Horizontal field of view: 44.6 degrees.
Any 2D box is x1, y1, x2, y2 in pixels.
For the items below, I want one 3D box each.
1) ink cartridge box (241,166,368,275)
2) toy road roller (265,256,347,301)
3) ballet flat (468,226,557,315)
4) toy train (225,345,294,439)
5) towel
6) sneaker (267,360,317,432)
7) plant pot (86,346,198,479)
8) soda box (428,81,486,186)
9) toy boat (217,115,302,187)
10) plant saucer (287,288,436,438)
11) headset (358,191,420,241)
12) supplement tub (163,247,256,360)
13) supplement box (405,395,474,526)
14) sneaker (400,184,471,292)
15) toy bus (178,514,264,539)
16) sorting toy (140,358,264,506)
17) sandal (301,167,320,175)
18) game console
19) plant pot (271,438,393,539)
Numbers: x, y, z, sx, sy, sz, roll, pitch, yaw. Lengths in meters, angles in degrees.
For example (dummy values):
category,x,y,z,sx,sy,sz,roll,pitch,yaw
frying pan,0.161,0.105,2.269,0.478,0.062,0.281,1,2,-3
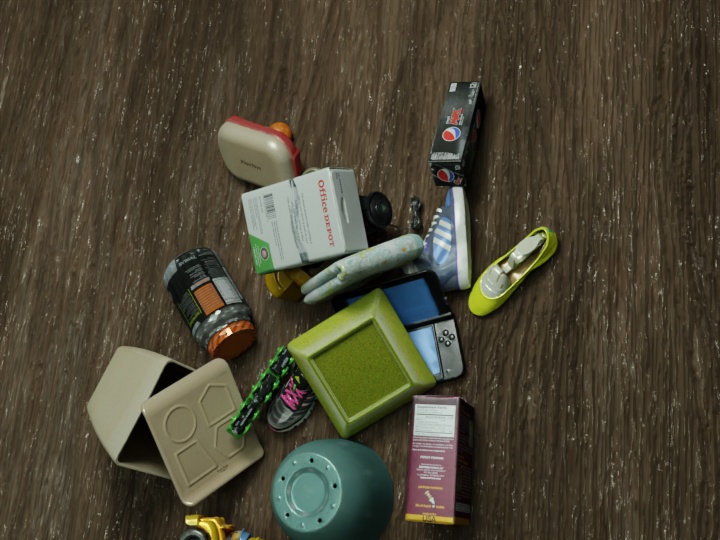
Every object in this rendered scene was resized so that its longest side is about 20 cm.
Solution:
category,x,y,z,sx,sy,sz,roll,pitch,yaw
ink cartridge box,-0.096,-0.084,1.521,0.198,0.083,0.149,-11,88,33
toy road roller,-0.131,-0.034,1.663,0.146,0.122,0.200,-48,64,14
ballet flat,0.260,-0.004,1.532,0.200,0.067,0.067,-42,65,5
toy train,-0.180,0.221,1.603,0.042,0.056,0.201,36,56,-5
towel,0.000,0.000,1.535,0.169,0.200,0.049,-23,86,-29
sneaker,-0.106,0.207,1.595,0.200,0.087,0.074,-46,64,2
plant pot,-0.390,0.251,1.642,0.176,0.199,0.202,22,82,38
soda box,0.179,-0.250,1.604,0.062,0.071,0.202,4,56,21
toy boat,-0.187,-0.250,1.761,0.198,0.132,0.131,22,49,27
plant saucer,0.001,0.168,1.516,0.198,0.048,0.201,-31,96,8
headset,0.018,-0.110,1.608,0.197,0.123,0.096,10,71,-17
supplement tub,-0.287,0.065,1.687,0.122,0.122,0.201,-37,65,6
supplement box,0.134,0.316,1.459,0.084,0.110,0.204,-1,73,20
sneaker,0.124,-0.056,1.591,0.144,0.081,0.204,-4,78,15
toy bus,-0.214,0.521,1.528,0.189,0.136,0.203,-10,68,3
sorting toy,-0.281,0.286,1.568,0.036,0.184,0.203,-12,104,51
sandal,-0.048,-0.131,1.692,0.200,0.054,0.081,42,92,19
game console,0.066,0.117,1.541,0.197,0.119,0.175,-16,69,16
plant pot,-0.061,0.380,1.487,0.197,0.161,0.204,-6,73,19
